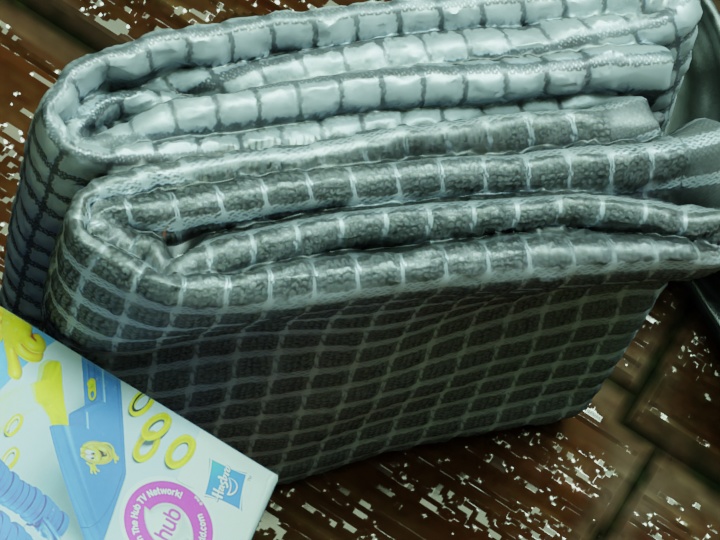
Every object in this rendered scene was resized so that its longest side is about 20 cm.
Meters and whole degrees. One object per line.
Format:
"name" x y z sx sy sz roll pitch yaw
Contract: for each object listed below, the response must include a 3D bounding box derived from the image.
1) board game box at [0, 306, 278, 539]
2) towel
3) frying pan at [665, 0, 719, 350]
"board game box" -0.146 0.087 0.739 0.195 0.056 0.200 32 52 -10
"towel" 0.000 0.000 0.847 0.199 0.166 0.086 -7 65 -15
"frying pan" 0.099 -0.040 0.979 0.190 0.031 0.115 42 63 -5
